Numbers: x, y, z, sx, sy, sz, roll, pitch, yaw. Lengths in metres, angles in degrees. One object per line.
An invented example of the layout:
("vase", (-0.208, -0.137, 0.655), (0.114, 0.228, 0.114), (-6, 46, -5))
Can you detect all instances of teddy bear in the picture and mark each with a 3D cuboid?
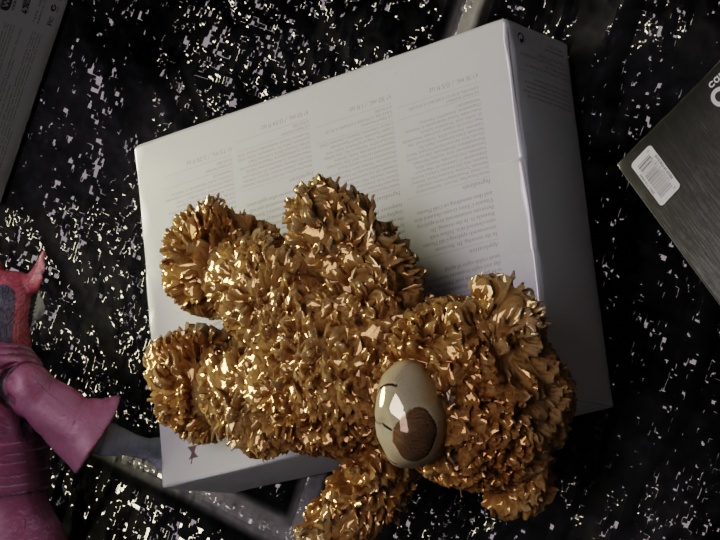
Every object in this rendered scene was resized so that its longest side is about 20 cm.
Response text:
("teddy bear", (-0.014, 0.037, 0.900), (0.200, 0.067, 0.146), (36, 108, 35))

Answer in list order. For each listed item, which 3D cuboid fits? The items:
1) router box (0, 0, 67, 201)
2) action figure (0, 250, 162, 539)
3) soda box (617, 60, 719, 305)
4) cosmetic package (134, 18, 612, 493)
("router box", (-0.219, -0.154, 1.166), (0.179, 0.049, 0.202), (22, 96, 38))
("action figure", (-0.168, 0.087, 1.030), (0.133, 0.148, 0.202), (6, 99, 44))
("soda box", (0.177, 0.019, 0.813), (0.063, 0.071, 0.201), (-45, 58, 21))
("cosmetic package", (0.000, 0.000, 0.967), (0.199, 0.052, 0.152), (-15, 72, 35))
